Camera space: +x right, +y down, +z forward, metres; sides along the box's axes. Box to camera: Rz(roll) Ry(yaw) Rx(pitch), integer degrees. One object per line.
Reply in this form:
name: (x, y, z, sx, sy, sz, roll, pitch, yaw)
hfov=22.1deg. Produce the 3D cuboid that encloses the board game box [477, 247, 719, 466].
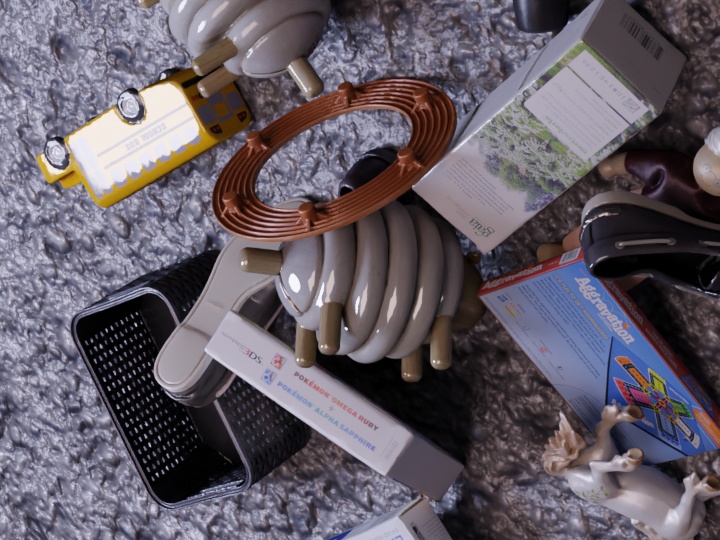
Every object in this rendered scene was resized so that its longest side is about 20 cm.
board game box: (0.186, 0.070, 1.390, 0.103, 0.019, 0.200, -20, 120, 41)

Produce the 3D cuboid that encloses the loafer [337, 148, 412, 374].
loafer: (0.000, 0.000, 1.507, 0.072, 0.063, 0.200, 18, 121, 29)

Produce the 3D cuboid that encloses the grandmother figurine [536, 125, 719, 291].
grandmother figurine: (0.221, -0.039, 1.333, 0.121, 0.061, 0.200, 41, 133, -6)

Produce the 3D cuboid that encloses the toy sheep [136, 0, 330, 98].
toy sheep: (-0.092, -0.211, 1.429, 0.138, 0.138, 0.200, -42, 79, 41)

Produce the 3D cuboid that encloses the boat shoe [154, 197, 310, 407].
boat shoe: (-0.097, 0.028, 1.550, 0.067, 0.200, 0.057, 32, 171, 34)

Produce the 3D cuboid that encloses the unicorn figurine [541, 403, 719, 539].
unicorn figurine: (0.227, 0.179, 1.420, 0.200, 0.074, 0.137, 39, 141, 9)

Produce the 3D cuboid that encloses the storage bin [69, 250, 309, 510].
storage bin: (-0.152, 0.099, 1.646, 0.135, 0.094, 0.200, -19, 99, 40)

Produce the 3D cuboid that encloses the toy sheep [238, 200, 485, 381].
toy sheep: (0.005, 0.009, 1.394, 0.138, 0.200, 0.138, -35, 50, 57)

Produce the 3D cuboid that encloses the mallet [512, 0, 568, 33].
mallet: (0.070, -0.208, 1.380, 0.200, 0.041, 0.066, 2, 115, 40)

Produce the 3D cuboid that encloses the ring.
ring: (-0.023, -0.090, 1.394, 0.200, 0.200, 0.019, 1, 131, 36)

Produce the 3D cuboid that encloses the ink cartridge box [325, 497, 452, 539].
ink cartridge box: (0.049, 0.309, 1.605, 0.200, 0.041, 0.200, 56, 145, 1)

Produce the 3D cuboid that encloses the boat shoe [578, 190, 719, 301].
boat shoe: (0.248, 0.004, 1.285, 0.200, 0.063, 0.073, 16, 135, -3)

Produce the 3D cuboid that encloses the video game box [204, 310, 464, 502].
video game box: (-0.017, 0.113, 1.499, 0.182, 0.200, 0.047, 35, 88, 20)

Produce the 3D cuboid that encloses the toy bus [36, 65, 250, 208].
toy bus: (-0.190, -0.115, 1.591, 0.200, 0.065, 0.078, -26, 97, 40)

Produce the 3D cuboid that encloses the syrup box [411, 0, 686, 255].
syrup box: (0.134, -0.105, 1.338, 0.079, 0.081, 0.200, 42, 132, -9)
